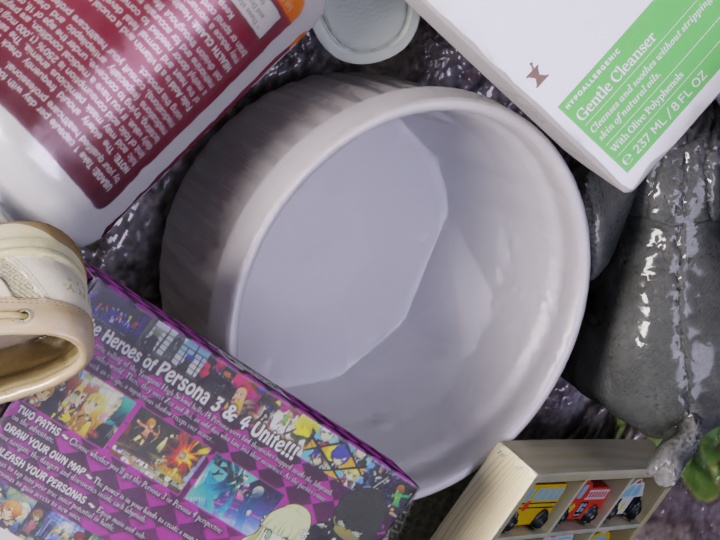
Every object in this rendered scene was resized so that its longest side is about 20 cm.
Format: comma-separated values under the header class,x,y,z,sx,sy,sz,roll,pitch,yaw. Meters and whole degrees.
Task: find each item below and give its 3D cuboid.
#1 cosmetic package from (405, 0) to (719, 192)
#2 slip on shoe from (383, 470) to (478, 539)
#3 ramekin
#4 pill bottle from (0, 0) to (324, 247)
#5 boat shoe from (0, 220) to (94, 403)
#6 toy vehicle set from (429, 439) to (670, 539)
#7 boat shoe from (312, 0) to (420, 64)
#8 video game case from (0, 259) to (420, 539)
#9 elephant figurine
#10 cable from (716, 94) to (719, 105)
class,x,y,z,sx,sy,sz,roll,pitch,yaw
cosmetic package,0.071,-0.141,1.101,0.200,0.085,0.108,39,93,-23
slip on shoe,-0.026,0.128,1.264,0.200,0.061,0.074,-23,98,-10
ramekin,0.000,0.000,1.200,0.200,0.105,0.201,-13,116,-28
pill bottle,-0.121,-0.084,1.082,0.200,0.114,0.114,-45,127,-10
boat shoe,-0.202,0.041,1.004,0.199,0.065,0.072,-16,134,0
toy vehicle set,0.086,0.143,1.296,0.124,0.027,0.200,-56,156,14
boat shoe,-0.017,-0.194,1.140,0.075,0.060,0.201,-7,109,-5
video game case,-0.099,0.117,1.106,0.200,0.036,0.181,34,94,-32
elephant figurine,0.152,-0.030,1.261,0.141,0.155,0.200,-24,130,-34
cable,0.224,-0.117,1.246,0.200,0.200,0.069,34,127,-32
